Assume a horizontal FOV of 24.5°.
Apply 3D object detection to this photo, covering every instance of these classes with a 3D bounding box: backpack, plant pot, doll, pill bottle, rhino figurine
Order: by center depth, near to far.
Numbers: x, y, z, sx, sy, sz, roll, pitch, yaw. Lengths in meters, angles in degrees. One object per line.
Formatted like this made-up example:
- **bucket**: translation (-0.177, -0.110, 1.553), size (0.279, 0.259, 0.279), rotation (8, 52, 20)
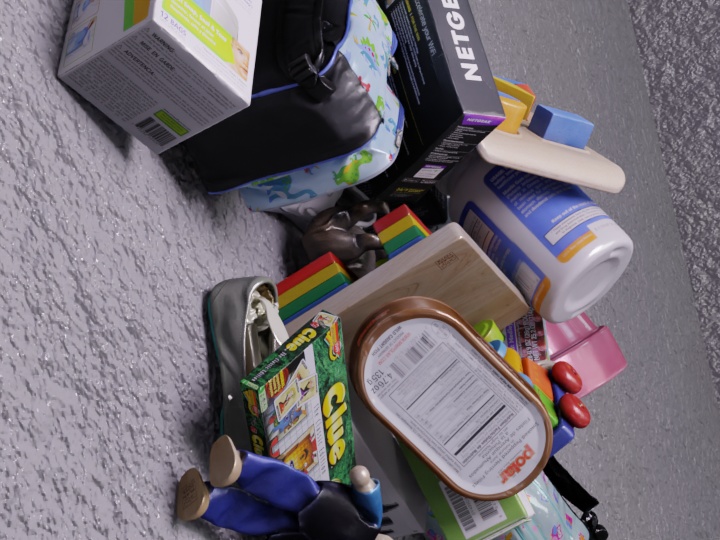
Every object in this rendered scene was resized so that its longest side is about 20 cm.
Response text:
- **doll**: translation (-0.048, 0.196, 1.287), size (0.200, 0.136, 0.049), rotation (29, 26, -33)
- **backpack**: translation (-0.053, -0.154, 1.396), size (0.147, 0.183, 0.200), rotation (57, 29, -32)
- **rhino figurine**: translation (0.000, 0.000, 1.569), size (0.200, 0.087, 0.060), rotation (69, 10, -59)
- **pill bottle**: translation (0.155, -0.055, 1.585), size (0.200, 0.112, 0.112), rotation (48, 11, 24)
- **backpack**: translation (0.141, 0.250, 1.694), size (0.200, 0.166, 0.127), rotation (56, 33, -28)
- **plant pot**: translation (0.169, 0.076, 1.845), size (0.179, 0.200, 0.200), rotation (60, 21, 2)

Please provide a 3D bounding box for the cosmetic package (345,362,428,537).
- **cosmetic package**: translation (-0.016, 0.160, 1.447), size (0.051, 0.082, 0.200), rotation (-82, 149, -45)

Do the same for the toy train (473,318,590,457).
- **toy train**: translation (0.137, 0.089, 1.517), size (0.116, 0.085, 0.200), rotation (46, 16, -15)

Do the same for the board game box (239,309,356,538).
- **board game box**: translation (-0.045, 0.139, 1.328), size (0.105, 0.023, 0.200), rotation (-44, 141, -39)

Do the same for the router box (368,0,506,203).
- **router box**: translation (0.043, -0.182, 1.464), size (0.051, 0.149, 0.201), rotation (1, 63, -34)

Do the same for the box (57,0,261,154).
- **box**: translation (-0.149, -0.212, 1.289), size (0.112, 0.101, 0.200), rotation (40, 40, -37)

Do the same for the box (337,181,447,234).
- **box**: translation (0.001, -0.146, 1.647), size (0.200, 0.107, 0.149), rotation (48, 35, -50)

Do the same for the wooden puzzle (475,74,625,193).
- **wooden puzzle**: translation (0.135, -0.149, 1.543), size (0.185, 0.046, 0.200), rotation (11, 24, -37)

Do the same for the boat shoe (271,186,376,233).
- **boat shoe**: translation (-0.047, -0.082, 1.540), size (0.200, 0.065, 0.074), rotation (29, 52, -62)

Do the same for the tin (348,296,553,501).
- **tin**: translation (0.077, 0.110, 1.393), size (0.200, 0.112, 0.042), rotation (44, 8, -14)

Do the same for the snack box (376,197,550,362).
- **snack box**: translation (0.102, 0.027, 1.698), size (0.068, 0.168, 0.201), rotation (64, 21, -65)

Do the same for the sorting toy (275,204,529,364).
- **sorting toy**: translation (0.026, 0.030, 1.492), size (0.070, 0.200, 0.199), rotation (63, 11, 29)

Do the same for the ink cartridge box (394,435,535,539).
- **ink cartridge box**: translation (0.098, 0.180, 1.541), size (0.148, 0.076, 0.200), rotation (64, 4, 11)

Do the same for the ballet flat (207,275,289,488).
- **ballet flat**: translation (-0.082, 0.100, 1.342), size (0.067, 0.064, 0.201), rotation (23, 56, -64)
